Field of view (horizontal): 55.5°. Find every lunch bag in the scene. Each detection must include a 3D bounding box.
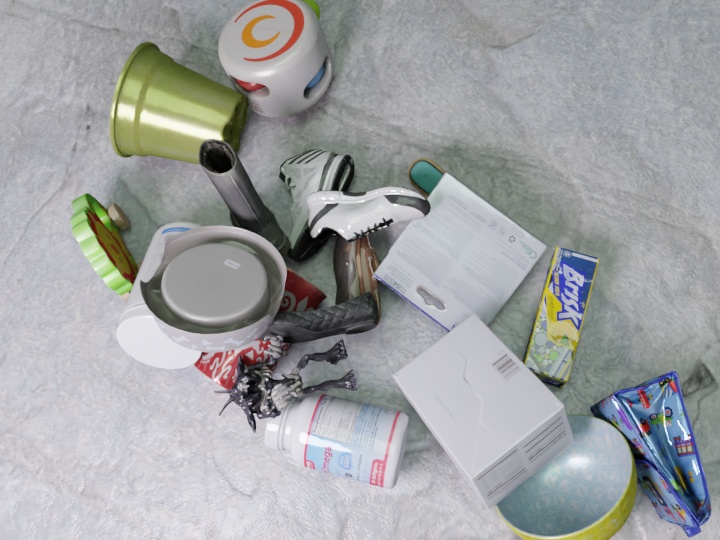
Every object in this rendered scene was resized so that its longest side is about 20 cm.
[{"bbox_3d":[0.410,0.256,0.930,0.093,0.151,0.201,-20,71,0],"label":"lunch bag"}]

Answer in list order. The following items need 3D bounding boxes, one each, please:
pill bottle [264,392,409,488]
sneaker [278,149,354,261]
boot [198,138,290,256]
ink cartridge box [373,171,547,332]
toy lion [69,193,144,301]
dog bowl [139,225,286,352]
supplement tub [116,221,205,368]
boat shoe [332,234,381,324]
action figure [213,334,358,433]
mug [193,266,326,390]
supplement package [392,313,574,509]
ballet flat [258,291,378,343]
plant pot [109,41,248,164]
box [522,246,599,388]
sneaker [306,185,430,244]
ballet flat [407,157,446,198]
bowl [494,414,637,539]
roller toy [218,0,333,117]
[{"bbox_3d":[-0.034,0.244,1.007,0.198,0.109,0.110,11,74,10],"label":"pill bottle"},{"bbox_3d":[-0.098,-0.116,1.163,0.115,0.076,0.202,19,75,27],"label":"sneaker"},{"bbox_3d":[-0.197,-0.122,1.074,0.073,0.200,0.181,-46,46,-9],"label":"boot"},{"bbox_3d":[0.154,-0.017,1.075,0.196,0.043,0.201,37,97,3],"label":"ink cartridge box"},{"bbox_3d":[-0.410,-0.044,1.099,0.068,0.192,0.201,-31,71,-4],"label":"toy lion"},{"bbox_3d":[-0.200,0.027,0.948,0.198,0.059,0.201,5,47,-5],"label":"dog bowl"},{"bbox_3d":[-0.285,0.034,1.058,0.131,0.133,0.201,0,47,7],"label":"supplement tub"},{"bbox_3d":[0.000,0.000,1.109,0.071,0.076,0.202,8,72,-24],"label":"boat shoe"},{"bbox_3d":[-0.110,0.150,0.959,0.198,0.102,0.120,-14,60,-9],"label":"action figure"},{"bbox_3d":[-0.168,0.087,1.084,0.133,0.177,0.201,35,81,-22],"label":"mug"},{"bbox_3d":[0.171,0.193,0.960,0.155,0.111,0.200,-35,46,-5],"label":"supplement package"},{"bbox_3d":[-0.069,0.070,1.009,0.198,0.067,0.057,-5,65,-18],"label":"ballet flat"},{"bbox_3d":[-0.299,-0.264,1.172,0.183,0.201,0.202,17,74,0],"label":"plant pot"},{"bbox_3d":[0.304,0.071,1.048,0.069,0.064,0.202,17,75,12],"label":"box"},{"bbox_3d":[0.011,-0.080,1.053,0.198,0.074,0.081,-3,69,19],"label":"sneaker"},{"bbox_3d":[0.161,-0.111,1.121,0.069,0.063,0.200,-44,88,12],"label":"ballet flat"},{"bbox_3d":[0.292,0.309,0.938,0.200,0.200,0.108,-38,115,-6],"label":"bowl"},{"bbox_3d":[-0.147,-0.369,1.203,0.198,0.140,0.184,-18,61,5],"label":"roller toy"}]
